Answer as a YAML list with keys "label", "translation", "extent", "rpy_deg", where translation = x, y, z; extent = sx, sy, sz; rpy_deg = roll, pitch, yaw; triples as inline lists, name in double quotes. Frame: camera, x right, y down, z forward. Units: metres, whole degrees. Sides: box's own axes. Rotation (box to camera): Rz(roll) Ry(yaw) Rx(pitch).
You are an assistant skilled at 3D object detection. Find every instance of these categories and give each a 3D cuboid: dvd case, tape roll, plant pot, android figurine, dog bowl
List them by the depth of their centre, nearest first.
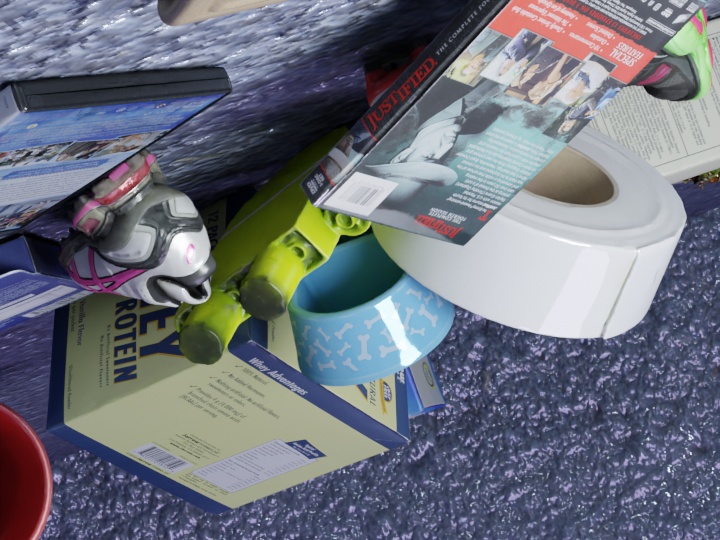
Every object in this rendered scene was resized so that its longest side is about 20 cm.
- label: "dvd case"
  translation: [-0.179, -0.055, 0.871]
  extent: [0.200, 0.018, 0.142]
  rpy_deg: [-27, 172, 39]
- label: "dvd case"
  translation: [0.078, -0.095, 0.892]
  extent: [0.200, 0.022, 0.146]
  rpy_deg: [-47, 148, 22]
- label: "android figurine"
  translation: [-0.051, -0.022, 1.086]
  extent: [0.182, 0.041, 0.200]
  rpy_deg: [-36, -164, 34]
- label: "tape roll"
  translation: [0.110, -0.039, 1.103]
  extent: [0.202, 0.202, 0.071]
  rpy_deg: [-14, 132, -47]
- label: "dog bowl"
  translation: [0.000, 0.000, 1.138]
  extent: [0.111, 0.050, 0.200]
  rpy_deg: [-19, -152, 8]
- label: "plant pot"
  translation: [-0.433, 0.221, 1.706]
  extent: [0.200, 0.201, 0.177]
  rpy_deg: [-17, -177, -25]

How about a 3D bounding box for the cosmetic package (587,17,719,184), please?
- label: "cosmetic package"
  translation: [0.237, -0.122, 1.245]
  extent: [0.199, 0.104, 0.073]
  rpy_deg: [-17, 173, -17]

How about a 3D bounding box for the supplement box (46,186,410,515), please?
- label: "supplement box"
  translation: [-0.098, 0.069, 1.283]
  extent: [0.199, 0.135, 0.200]
  rpy_deg: [-24, 142, 28]

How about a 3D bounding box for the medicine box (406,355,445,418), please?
- label: "medicine box"
  translation: [-0.027, 0.112, 1.995]
  extent: [0.199, 0.183, 0.103]
  rpy_deg: [-23, 174, 18]

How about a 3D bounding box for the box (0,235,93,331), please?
- label: "box"
  translation: [-0.259, 0.016, 1.141]
  extent: [0.121, 0.033, 0.200]
  rpy_deg: [-21, 175, 4]

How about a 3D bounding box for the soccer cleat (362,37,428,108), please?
- label: "soccer cleat"
  translation: [0.064, -0.091, 1.030]
  extent: [0.068, 0.086, 0.200]
  rpy_deg: [-23, 173, 22]

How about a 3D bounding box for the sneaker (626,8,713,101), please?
- label: "sneaker"
  translation: [0.170, -0.146, 1.026]
  extent: [0.083, 0.077, 0.200]
  rpy_deg: [-9, 170, 15]

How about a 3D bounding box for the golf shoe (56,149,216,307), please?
- label: "golf shoe"
  translation: [-0.136, -0.006, 1.035]
  extent: [0.073, 0.092, 0.200]
  rpy_deg: [-42, -179, -14]

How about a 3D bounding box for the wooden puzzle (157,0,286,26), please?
- label: "wooden puzzle"
  translation: [0.030, -0.154, 0.649]
  extent: [0.184, 0.037, 0.200]
  rpy_deg: [-18, 177, -28]

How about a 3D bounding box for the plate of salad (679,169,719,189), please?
- label: "plate of salad"
  translation: [0.489, -0.140, 2.127]
  extent: [0.199, 0.048, 0.200]
  rpy_deg: [-20, 174, -2]
